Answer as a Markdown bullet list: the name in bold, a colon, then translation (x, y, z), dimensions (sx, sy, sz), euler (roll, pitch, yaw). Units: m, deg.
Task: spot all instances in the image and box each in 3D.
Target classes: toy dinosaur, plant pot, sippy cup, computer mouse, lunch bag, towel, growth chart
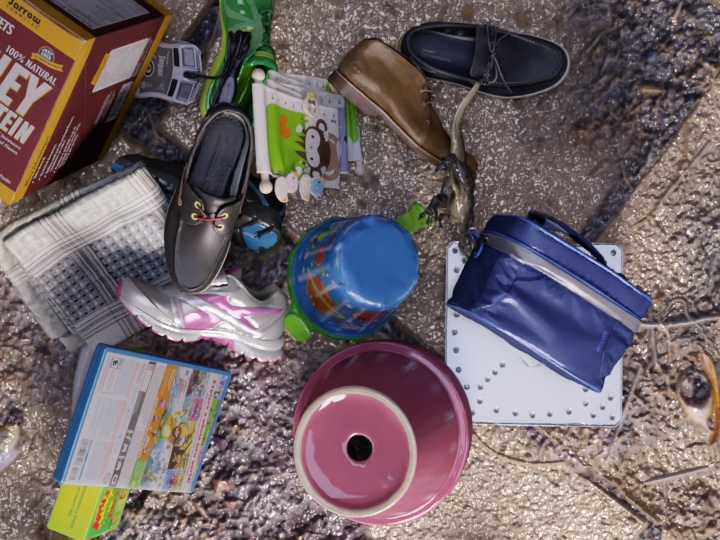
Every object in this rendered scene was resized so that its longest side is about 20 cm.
- **toy dinosaur**: translation (0.101, -0.093, 1.217), dimensions (0.047, 0.088, 0.203), euler (9, 112, 28)
- **plant pot**: translation (0.011, 0.176, 1.199), dimensions (0.196, 0.179, 0.204), euler (0, 90, 13)
- **sippy cup**: translation (0.000, 0.000, 1.223), dimensions (0.138, 0.130, 0.181), euler (16, 76, -15)
- **computer mouse**: translation (-0.197, -0.221, 1.268), dimensions (0.198, 0.044, 0.112), euler (18, 104, 38)
- **lunch bag**: translation (0.192, 0.020, 1.194), dimensions (0.198, 0.136, 0.134), euler (31, 88, -12)
- **towel**: translation (-0.278, -0.004, 1.247), dimensions (0.198, 0.035, 0.194), euler (-25, 131, 2)
- **growth chart**: translation (-0.055, -0.150, 1.234), dimensions (0.018, 0.199, 0.147), euler (-8, 93, 34)

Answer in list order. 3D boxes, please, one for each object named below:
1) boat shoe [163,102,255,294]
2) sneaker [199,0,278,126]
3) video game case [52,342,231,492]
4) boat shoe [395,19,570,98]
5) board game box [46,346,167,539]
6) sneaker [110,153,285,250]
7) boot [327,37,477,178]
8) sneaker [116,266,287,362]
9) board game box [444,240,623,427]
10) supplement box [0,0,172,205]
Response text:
- **boat shoe**: translation (-0.158, -0.073, 1.182), dimensions (0.073, 0.063, 0.205), euler (15, 95, -11)
- **sneaker**: translation (-0.119, -0.249, 1.272), dimensions (0.083, 0.074, 0.203), euler (17, 98, 39)
- **video game case**: translation (-0.227, 0.162, 1.224), dimensions (0.018, 0.199, 0.145), euler (17, 88, 36)
- **boat shoe**: translation (0.137, -0.238, 1.276), dimensions (0.196, 0.062, 0.076), euler (9, 87, 1)
- **board game box**: translation (-0.273, 0.187, 1.261), dimensions (0.047, 0.102, 0.203), euler (18, 89, 10)
- **sneaker**: translation (-0.178, -0.088, 1.272), dimensions (0.197, 0.073, 0.083), euler (20, 51, -11)
- **boot**: translation (0.063, -0.175, 1.254), dimensions (0.199, 0.074, 0.076), euler (37, 99, -14)
- **sneaker**: translation (-0.167, 0.032, 1.253), dimensions (0.197, 0.081, 0.090), euler (15, 99, -21)
- **board game box**: translation (0.193, 0.070, 1.283), dimensions (0.196, 0.026, 0.204), euler (1, 88, 3)
- **supplement box**: translation (-0.330, -0.208, 1.197), dimensions (0.132, 0.200, 0.199), euler (34, 115, 3)
